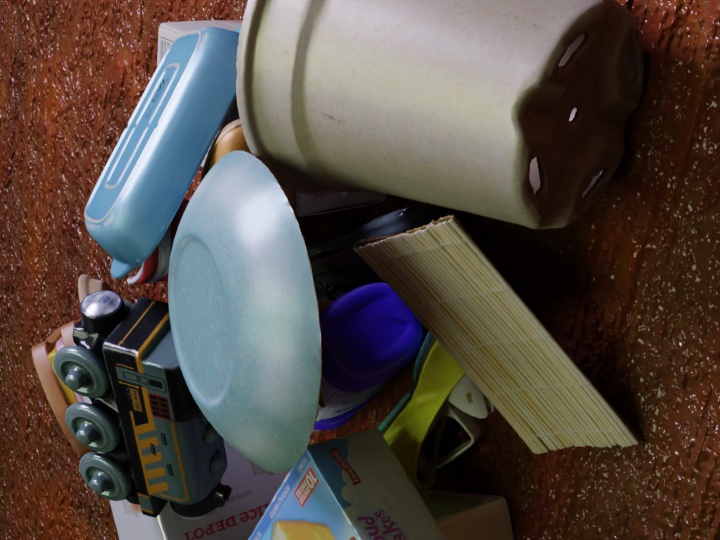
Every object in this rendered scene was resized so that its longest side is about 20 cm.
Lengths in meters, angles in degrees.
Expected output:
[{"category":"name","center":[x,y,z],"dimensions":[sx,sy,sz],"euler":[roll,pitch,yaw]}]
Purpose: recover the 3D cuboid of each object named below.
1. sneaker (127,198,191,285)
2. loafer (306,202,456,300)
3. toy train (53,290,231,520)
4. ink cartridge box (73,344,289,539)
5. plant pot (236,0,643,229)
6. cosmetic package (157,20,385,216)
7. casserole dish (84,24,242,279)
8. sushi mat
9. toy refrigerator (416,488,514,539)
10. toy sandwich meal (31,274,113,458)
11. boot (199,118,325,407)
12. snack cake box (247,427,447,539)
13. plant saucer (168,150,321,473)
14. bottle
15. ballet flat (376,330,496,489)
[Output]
[{"category":"sneaker","center":[-0.131,-0.024,1.073],"dimensions":[0.200,0.111,0.072],"euler":[151,116,-83]},{"category":"loafer","center":[0.000,0.000,1.003],"dimensions":[0.199,0.071,0.064],"euler":[-20,90,51]},{"category":"toy train","center":[-0.155,0.105,1.011],"dimensions":[0.113,0.085,0.202],"euler":[13,130,21]},{"category":"ink cartridge box","center":[-0.144,0.139,1.166],"dimensions":[0.083,0.144,0.202],"euler":[-20,85,51]},{"category":"plant pot","center":[0.059,-0.114,0.814],"dimensions":[0.182,0.200,0.203],"euler":[24,119,34]},{"category":"cosmetic package","center":[-0.070,-0.122,1.041],"dimensions":[0.199,0.087,0.105],"euler":[30,121,46]},{"category":"casserole dish","center":[-0.136,-0.091,0.947],"dimensions":[0.201,0.039,0.121],"euler":[-63,23,-6]},{"category":"sushi mat","center":[0.085,0.046,0.856],"dimensions":[0.200,0.012,0.095],"euler":[48,144,-20]},{"category":"toy refrigerator","center":[0.021,0.200,1.025],"dimensions":[0.199,0.075,0.071],"euler":[-7,95,53]},{"category":"toy sandwich meal","center":[-0.242,0.100,1.270],"dimensions":[0.205,0.070,0.207],"euler":[158,90,-87]},{"category":"boot","center":[-0.058,0.016,0.911],"dimensions":[0.144,0.070,0.203],"euler":[-124,32,-51]},{"category":"snack cake box","center":[-0.022,0.220,0.967],"dimensions":[0.115,0.067,0.201],"euler":[57,137,29]},{"category":"plant saucer","center":[-0.083,0.028,0.848],"dimensions":[0.201,0.038,0.203],"euler":[24,117,59]},{"category":"bottle","center":[-0.017,0.074,1.017],"dimensions":[0.066,0.083,0.200],"euler":[55,155,9]},{"category":"ballet flat","center":[0.063,0.087,0.960],"dimensions":[0.067,0.067,0.201],"euler":[38,135,12]}]
